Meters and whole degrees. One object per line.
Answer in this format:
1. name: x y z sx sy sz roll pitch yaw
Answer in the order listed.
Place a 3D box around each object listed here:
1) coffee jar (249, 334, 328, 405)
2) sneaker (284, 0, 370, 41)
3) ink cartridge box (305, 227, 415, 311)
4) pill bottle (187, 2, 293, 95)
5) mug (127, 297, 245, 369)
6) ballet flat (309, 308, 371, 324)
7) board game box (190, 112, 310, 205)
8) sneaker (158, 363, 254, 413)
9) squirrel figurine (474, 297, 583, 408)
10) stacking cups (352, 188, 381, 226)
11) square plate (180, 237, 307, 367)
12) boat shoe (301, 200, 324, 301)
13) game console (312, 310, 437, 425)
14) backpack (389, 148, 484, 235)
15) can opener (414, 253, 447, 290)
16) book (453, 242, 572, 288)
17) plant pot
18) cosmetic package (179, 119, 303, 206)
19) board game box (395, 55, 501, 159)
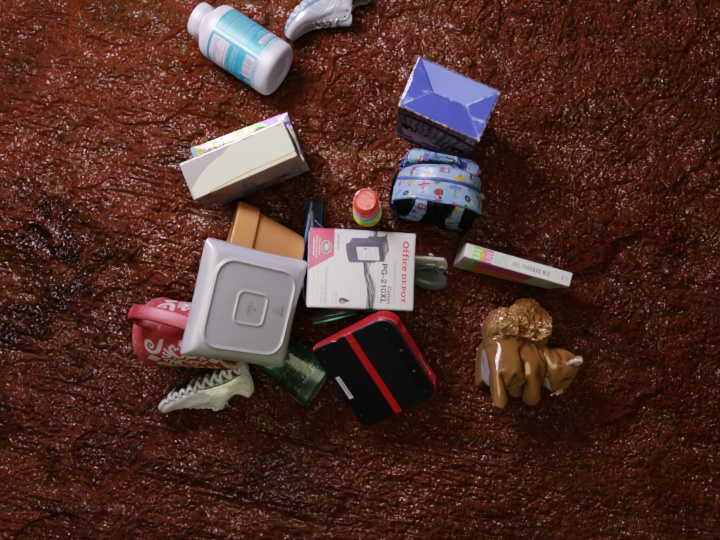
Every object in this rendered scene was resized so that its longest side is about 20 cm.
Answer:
1. coffee jar: -0.155 0.168 1.198 0.199 0.085 0.105 36 97 2
2. sneaker: -0.063 -0.518 1.226 0.199 0.075 0.087 -38 93 1
3. ink cartridge box: 0.000 0.000 1.135 0.198 0.084 0.146 2 88 -7
4. pill bottle: -0.241 -0.447 1.208 0.199 0.111 0.111 34 89 2
5. mug: -0.319 0.124 1.123 0.198 0.177 0.135 2 94 30
6. ballet flat: -0.006 0.058 1.206 0.198 0.073 0.074 -9 88 -5
7. board game box: -0.214 -0.219 1.203 0.198 0.105 0.104 -21 88 0
8. sneaker: -0.306 0.248 1.211 0.198 0.075 0.082 -22 96 1
9. squirrel figurine: 0.325 0.154 1.162 0.185 0.142 0.202 -1 91 -5
10. stacking cups: 0.007 -0.122 1.145 0.060 0.200 0.061 0 88 4
11. square plate: -0.194 0.063 1.056 0.197 0.028 0.202 13 90 -32
12. boat shoe: -0.081 -0.039 1.216 0.068 0.084 0.202 2 105 -5
13. game console: 0.031 0.185 1.138 0.176 0.031 0.201 -27 107 19
14. backpack: 0.146 -0.152 1.142 0.181 0.200 0.136 11 89 3
15. can opener: 0.077 -0.008 1.206 0.198 0.053 0.067 8 54 4
16. book: 0.287 -0.006 1.166 0.198 0.134 0.049 16 88 2
17. plant pot: -0.192 -0.016 1.164 0.139 0.200 0.202 16 89 -15
18. cosmetic package: -0.210 -0.191 1.099 0.198 0.104 0.074 -24 89 2
19. board game box: 0.157 -0.295 1.145 0.158 0.200 0.098 24 90 3
